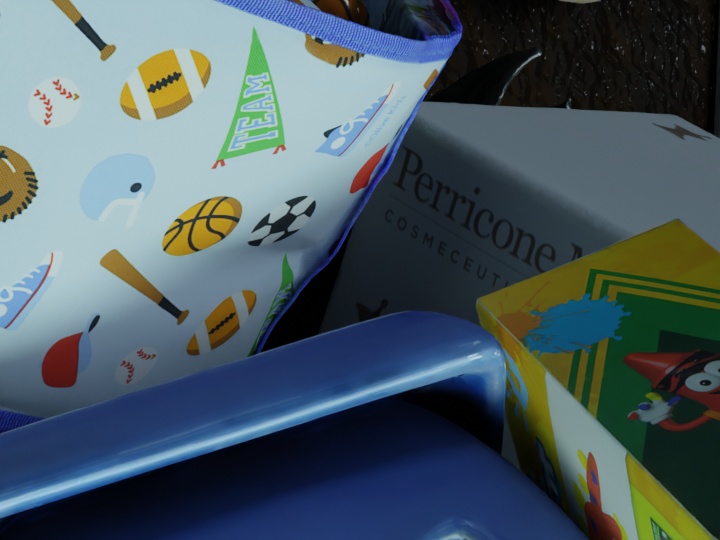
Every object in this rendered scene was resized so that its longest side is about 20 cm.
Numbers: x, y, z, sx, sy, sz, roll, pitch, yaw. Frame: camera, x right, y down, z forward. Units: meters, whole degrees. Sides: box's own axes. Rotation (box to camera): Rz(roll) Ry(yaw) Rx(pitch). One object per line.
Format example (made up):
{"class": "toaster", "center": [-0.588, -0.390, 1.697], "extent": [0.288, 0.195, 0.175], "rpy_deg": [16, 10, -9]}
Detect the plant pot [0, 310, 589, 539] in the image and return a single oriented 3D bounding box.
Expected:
{"class": "plant pot", "center": [-0.022, 0.136, 0.826], "extent": [0.200, 0.199, 0.180], "rpy_deg": [90, -19, -60]}

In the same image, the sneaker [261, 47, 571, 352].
{"class": "sneaker", "center": [0.002, 0.002, 1.072], "extent": [0.060, 0.104, 0.200], "rpy_deg": [53, 46, -28]}

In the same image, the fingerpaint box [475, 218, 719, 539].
{"class": "fingerpaint box", "center": [0.115, 0.110, 0.812], "extent": [0.073, 0.167, 0.201], "rpy_deg": [-22, 116, -12]}

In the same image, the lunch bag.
{"class": "lunch bag", "center": [-0.089, -0.045, 0.861], "extent": [0.200, 0.170, 0.124], "rpy_deg": [19, 27, -30]}

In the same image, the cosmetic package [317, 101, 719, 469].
{"class": "cosmetic package", "center": [0.089, 0.064, 1.003], "extent": [0.166, 0.167, 0.201], "rpy_deg": [0, 114, -47]}

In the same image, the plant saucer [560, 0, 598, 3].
{"class": "plant saucer", "center": [0.065, -0.211, 1.254], "extent": [0.200, 0.035, 0.201], "rpy_deg": [15, 70, -48]}

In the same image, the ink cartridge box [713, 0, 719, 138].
{"class": "ink cartridge box", "center": [0.244, -0.061, 1.428], "extent": [0.200, 0.043, 0.199], "rpy_deg": [25, 62, -46]}
